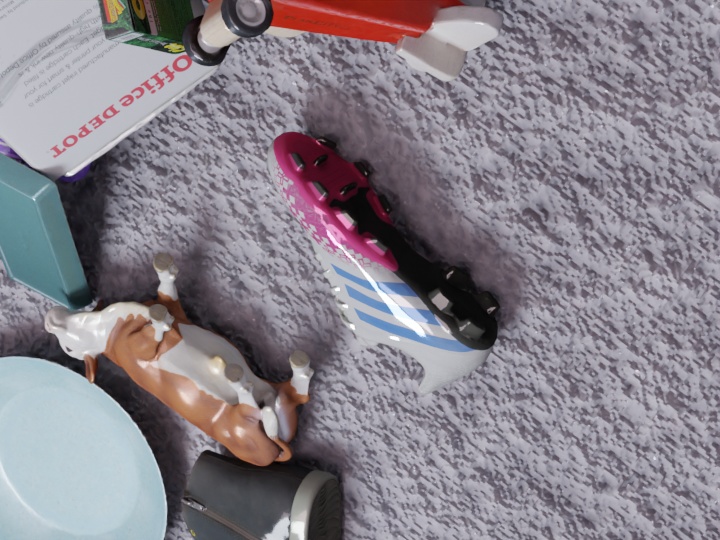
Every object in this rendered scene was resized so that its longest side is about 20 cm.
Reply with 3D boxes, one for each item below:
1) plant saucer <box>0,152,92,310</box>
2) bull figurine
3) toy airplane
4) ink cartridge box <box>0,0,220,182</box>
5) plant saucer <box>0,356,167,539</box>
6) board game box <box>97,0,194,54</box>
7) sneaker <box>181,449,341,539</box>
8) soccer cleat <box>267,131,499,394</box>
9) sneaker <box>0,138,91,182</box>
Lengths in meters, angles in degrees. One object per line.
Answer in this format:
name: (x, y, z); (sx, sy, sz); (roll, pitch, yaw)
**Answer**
plant saucer: (-0.227, -0.026, 1.525); (0.070, 0.019, 0.200); (28, 160, 12)
bull figurine: (-0.123, 0.060, 1.548); (0.199, 0.065, 0.122); (31, 148, 3)
toy airplane: (-0.008, -0.190, 1.339); (0.199, 0.199, 0.142); (-5, 77, 19)
ink cartridge box: (-0.202, -0.171, 1.395); (0.145, 0.084, 0.200); (-34, 134, 10)
plant saucer: (-0.224, 0.148, 1.662); (0.200, 0.039, 0.202); (11, 117, 22)
board game box: (-0.143, -0.230, 1.317); (0.023, 0.105, 0.201); (-14, 86, 15)
sneaker: (-0.074, 0.225, 1.613); (0.106, 0.075, 0.201); (14, 109, 25)
soccer cleat: (0.000, 0.000, 1.465); (0.200, 0.070, 0.086); (45, 124, 0)
sneaker: (-0.279, -0.079, 1.562); (0.199, 0.081, 0.084); (-3, 117, 26)
